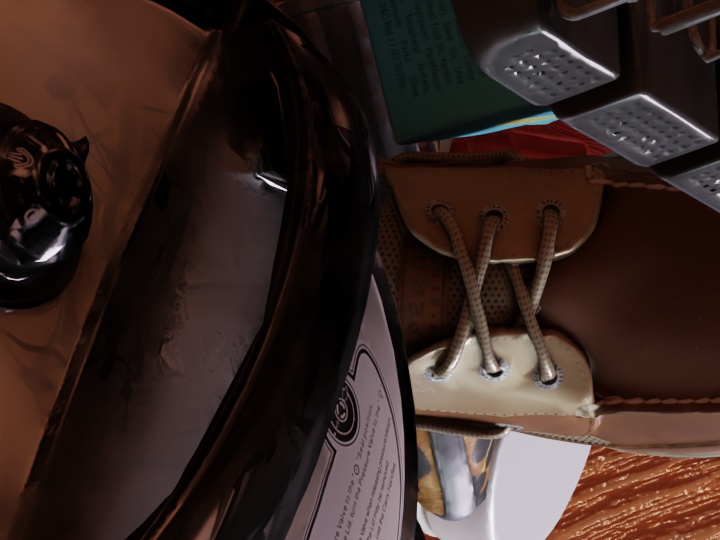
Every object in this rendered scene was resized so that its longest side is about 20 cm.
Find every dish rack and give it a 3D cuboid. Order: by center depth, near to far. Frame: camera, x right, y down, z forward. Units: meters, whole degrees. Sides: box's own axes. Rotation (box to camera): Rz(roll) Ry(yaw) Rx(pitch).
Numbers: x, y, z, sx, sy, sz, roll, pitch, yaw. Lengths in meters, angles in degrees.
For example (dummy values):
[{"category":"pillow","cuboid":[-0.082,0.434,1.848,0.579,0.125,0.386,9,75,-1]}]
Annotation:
[{"category":"dish rack","cuboid":[0.125,-0.059,0.408,0.199,0.055,0.153,-17,157,32]}]

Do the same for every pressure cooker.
[{"category":"pressure cooker","cuboid":[-0.084,0.034,0.467,0.199,0.177,0.178,-16,175,36]}]

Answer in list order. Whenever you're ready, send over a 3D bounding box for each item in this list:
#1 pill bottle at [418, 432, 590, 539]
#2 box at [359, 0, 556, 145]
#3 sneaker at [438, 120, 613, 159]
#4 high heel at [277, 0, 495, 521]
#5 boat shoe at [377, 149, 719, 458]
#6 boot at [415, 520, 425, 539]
[{"category":"pill bottle","cuboid":[-0.018,0.031,0.890,0.199,0.114,0.113,18,-166,25]},{"category":"box","cuboid":[0.103,-0.077,0.541,0.199,0.049,0.082,-14,179,32]},{"category":"sneaker","cuboid":[0.078,-0.064,0.851,0.115,0.079,0.200,-23,-166,-18]},{"category":"high heel","cuboid":[0.000,0.000,0.709,0.071,0.143,0.200,-14,179,-4]},{"category":"boat shoe","cuboid":[0.029,0.008,0.550,0.199,0.076,0.072,-1,-177,32]},{"category":"boot","cuboid":[-0.064,0.060,0.615,0.167,0.201,0.076,0,174,14]}]
